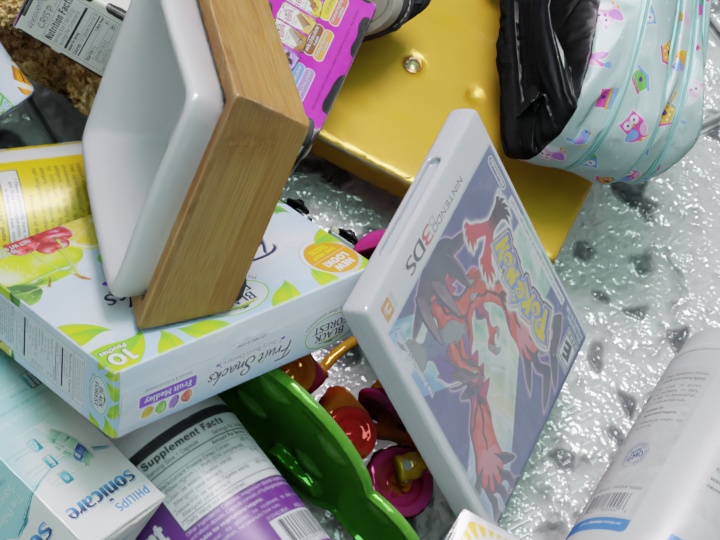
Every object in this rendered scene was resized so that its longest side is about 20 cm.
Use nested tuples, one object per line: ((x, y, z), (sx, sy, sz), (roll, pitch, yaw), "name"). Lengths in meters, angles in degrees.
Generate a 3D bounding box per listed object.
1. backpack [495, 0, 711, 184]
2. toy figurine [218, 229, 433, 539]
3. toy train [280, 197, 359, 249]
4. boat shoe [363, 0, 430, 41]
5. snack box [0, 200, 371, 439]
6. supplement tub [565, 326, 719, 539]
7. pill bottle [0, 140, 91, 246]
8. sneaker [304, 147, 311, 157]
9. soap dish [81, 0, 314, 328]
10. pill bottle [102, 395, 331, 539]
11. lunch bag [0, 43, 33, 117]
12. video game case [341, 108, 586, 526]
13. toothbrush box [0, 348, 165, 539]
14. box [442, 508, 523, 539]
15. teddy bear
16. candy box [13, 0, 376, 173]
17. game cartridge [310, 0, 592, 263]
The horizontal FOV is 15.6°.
((0.161, -0.159, 1.746), (0.126, 0.167, 0.201), (11, 66, -15), "backpack")
((0.024, 0.058, 1.670), (0.200, 0.150, 0.184), (46, 68, -2), "toy figurine")
((0.000, 0.000, 1.763), (0.199, 0.046, 0.034), (32, 76, 4), "toy train")
((-0.039, -0.177, 1.792), (0.063, 0.199, 0.073), (-10, 94, -52), "boat shoe")
((-0.111, 0.014, 1.557), (0.199, 0.053, 0.142), (-23, 45, -37), "snack box")
((0.221, 0.150, 1.694), (0.132, 0.132, 0.200), (34, 60, 4), "supplement tub")
((-0.176, -0.027, 1.691), (0.199, 0.113, 0.113), (-8, 65, -19), "pill bottle")
((-0.097, -0.131, 1.769), (0.075, 0.100, 0.200), (-14, 52, -36), "sneaker")
((-0.097, -0.080, 1.524), (0.081, 0.158, 0.200), (14, 29, -20), "soap dish")
((-0.105, 0.144, 1.619), (0.111, 0.112, 0.200), (-32, 74, -27), "pill bottle")
((-0.307, -0.092, 1.657), (0.200, 0.160, 0.076), (-38, 107, -24), "lunch bag")
((0.070, 0.033, 1.633), (0.023, 0.201, 0.183), (-2, 43, 34), "video game case")
((-0.237, 0.126, 1.562), (0.200, 0.147, 0.085), (43, 34, 11), "toothbrush box")
((0.116, 0.252, 1.622), (0.199, 0.113, 0.102), (28, 59, 2), "box")
((-0.197, -0.153, 1.730), (0.200, 0.145, 0.067), (35, 92, 41), "teddy bear")
((-0.103, -0.162, 1.667), (0.199, 0.061, 0.137), (31, 44, -7), "candy box")
((0.075, -0.112, 1.809), (0.199, 0.032, 0.177), (29, 59, 0), "game cartridge")
